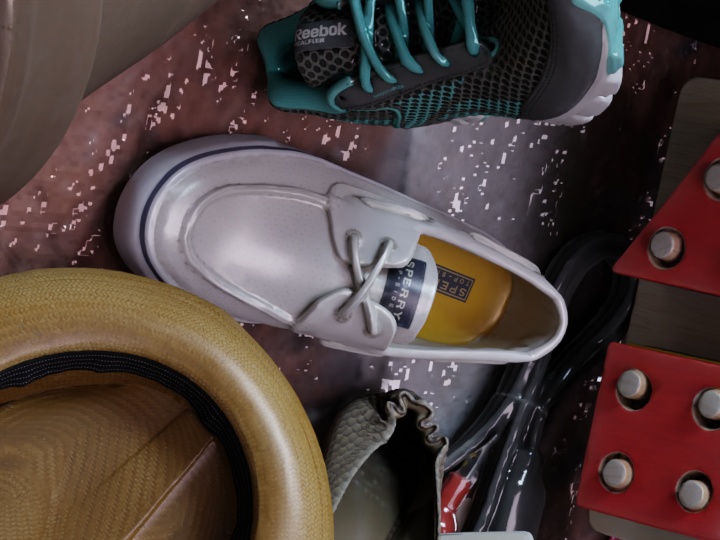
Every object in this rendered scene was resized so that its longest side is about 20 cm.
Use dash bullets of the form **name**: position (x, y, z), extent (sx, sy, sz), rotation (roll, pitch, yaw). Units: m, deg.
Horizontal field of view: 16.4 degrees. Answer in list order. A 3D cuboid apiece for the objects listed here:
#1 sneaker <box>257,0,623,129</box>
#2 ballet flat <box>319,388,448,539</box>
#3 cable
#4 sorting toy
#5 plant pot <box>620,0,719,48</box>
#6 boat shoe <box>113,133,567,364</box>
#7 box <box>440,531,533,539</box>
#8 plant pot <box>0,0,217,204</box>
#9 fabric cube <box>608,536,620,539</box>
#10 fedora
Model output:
- **sneaker**: position (0.024, -0.080, 0.881), extent (0.091, 0.200, 0.078), rotation (-8, 87, -22)
- **ballet flat**: position (0.008, 0.106, 0.934), extent (0.067, 0.200, 0.046), rotation (38, 117, -15)
- **cable**: position (0.056, 0.072, 1.059), extent (0.097, 0.050, 0.200), rotation (21, 79, -25)
- **sorting toy**: position (0.184, 0.029, 0.991), extent (0.070, 0.200, 0.199), rotation (11, 91, -53)
- **plant pot**: position (0.217, -0.159, 0.967), extent (0.177, 0.200, 0.200), rotation (28, 87, -28)
- **boat shoe**: position (0.000, 0.000, 0.959), extent (0.200, 0.070, 0.071), rotation (18, 93, -40)
- **box**: position (0.041, 0.207, 1.020), extent (0.068, 0.082, 0.200), rotation (-2, 121, 0)
- **plant pot**: position (-0.122, -0.121, 0.772), extent (0.175, 0.200, 0.201), rotation (-25, 120, -50)
- **fabric cube**: position (0.222, 0.224, 1.122), extent (0.199, 0.196, 0.200), rotation (15, 95, -41)
- **fedora**: position (-0.109, 0.099, 0.881), extent (0.200, 0.082, 0.201), rotation (3, 75, -12)
